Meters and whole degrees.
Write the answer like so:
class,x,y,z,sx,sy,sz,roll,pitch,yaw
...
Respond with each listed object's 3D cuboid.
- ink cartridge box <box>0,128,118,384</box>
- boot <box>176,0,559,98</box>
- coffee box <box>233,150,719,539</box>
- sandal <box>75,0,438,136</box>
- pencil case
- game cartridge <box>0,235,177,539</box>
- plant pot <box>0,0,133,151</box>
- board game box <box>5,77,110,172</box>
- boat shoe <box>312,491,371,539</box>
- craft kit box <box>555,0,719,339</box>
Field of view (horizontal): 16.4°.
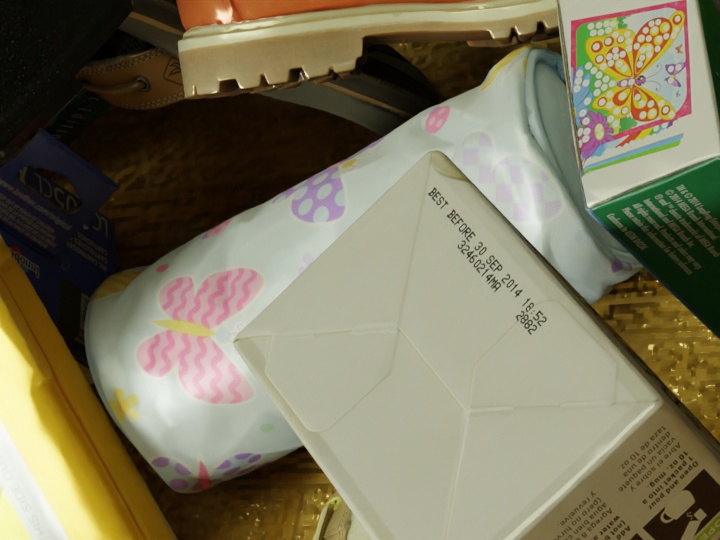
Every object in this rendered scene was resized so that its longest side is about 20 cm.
class,x,y,z,sx,sy,sz,roll,pitch,yaw
ink cartridge box,-0.187,0.004,0.962,0.199,0.136,0.077,-17,57,28
boot,0.031,-0.125,0.850,0.198,0.075,0.108,-8,90,-5
coffee box,0.066,0.071,0.692,0.080,0.200,0.113,-43,47,4
sandal,-0.070,-0.083,0.918,0.082,0.199,0.055,-92,25,-66
pencil case,0.000,0.000,0.861,0.199,0.083,0.091,-29,63,21
game cartridge,-0.165,0.083,0.883,0.175,0.201,0.032,-26,11,23
plant pot,-0.232,-0.080,0.807,0.199,0.200,0.178,9,62,49
board game box,-0.102,-0.128,1.002,0.200,0.023,0.105,-39,57,35
boat shoe,0.008,0.139,0.781,0.066,0.074,0.201,-30,32,37
craft kit box,0.116,-0.062,0.733,0.048,0.200,0.199,-24,54,23
